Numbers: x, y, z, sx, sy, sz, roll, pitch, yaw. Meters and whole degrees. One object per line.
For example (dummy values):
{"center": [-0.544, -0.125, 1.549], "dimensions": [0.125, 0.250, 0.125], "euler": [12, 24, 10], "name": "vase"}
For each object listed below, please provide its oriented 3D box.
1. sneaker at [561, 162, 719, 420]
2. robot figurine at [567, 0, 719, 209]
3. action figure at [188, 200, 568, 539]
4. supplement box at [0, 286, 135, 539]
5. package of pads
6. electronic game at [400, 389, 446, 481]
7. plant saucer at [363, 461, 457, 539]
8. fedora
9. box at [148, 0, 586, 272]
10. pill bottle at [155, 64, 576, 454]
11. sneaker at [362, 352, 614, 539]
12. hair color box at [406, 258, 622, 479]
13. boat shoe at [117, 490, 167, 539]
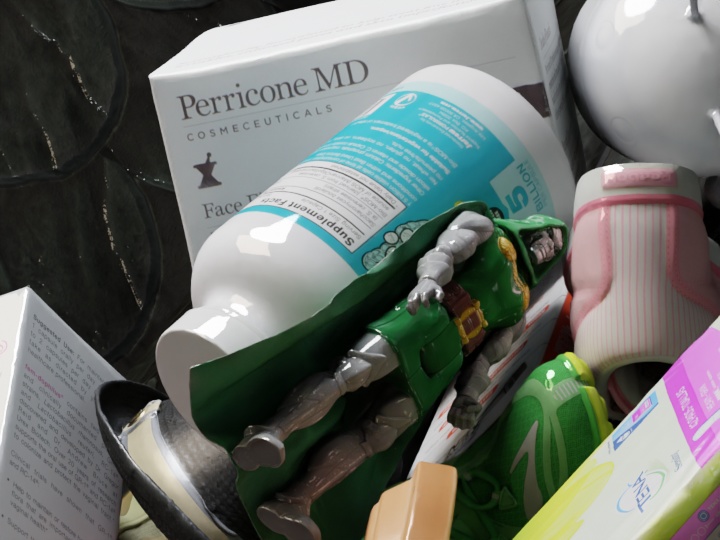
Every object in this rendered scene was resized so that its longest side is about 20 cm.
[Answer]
{"center": [0.129, 0.029, 1.146], "dimensions": [0.200, 0.075, 0.105], "euler": [60, -154, -73], "name": "sneaker"}
{"center": [0.165, -0.107, 1.305], "dimensions": [0.113, 0.170, 0.200], "euler": [-27, 5, 3], "name": "robot figurine"}
{"center": [0.022, 0.033, 1.068], "dimensions": [0.055, 0.118, 0.200], "euler": [8, 40, 42], "name": "action figure"}
{"center": [-0.184, 0.124, 1.225], "dimensions": [0.101, 0.103, 0.200], "euler": [-17, 49, 26], "name": "supplement box"}
{"center": [0.105, 0.109, 0.914], "dimensions": [0.200, 0.068, 0.155], "euler": [-49, 6, 9], "name": "package of pads"}
{"center": [0.026, 0.076, 1.390], "dimensions": [0.200, 0.041, 0.201], "euler": [17, -90, -83], "name": "electronic game"}
{"center": [0.001, 0.172, 0.992], "dimensions": [0.200, 0.032, 0.201], "euler": [13, -90, -90], "name": "plant saucer"}
{"center": [-0.037, 0.094, 1.235], "dimensions": [0.092, 0.201, 0.201], "euler": [-45, 8, 8], "name": "fedora"}
{"center": [0.011, -0.075, 1.347], "dimensions": [0.198, 0.131, 0.200], "euler": [-12, 11, 9], "name": "box"}
{"center": [0.000, 0.000, 1.153], "dimensions": [0.200, 0.111, 0.111], "euler": [-41, 2, -32], "name": "pill bottle"}
{"center": [0.043, 0.117, 1.102], "dimensions": [0.200, 0.083, 0.074], "euler": [-56, 44, 33], "name": "sneaker"}
{"center": [0.090, 0.060, 1.268], "dimensions": [0.111, 0.064, 0.200], "euler": [-47, 6, 30], "name": "hair color box"}
{"center": [-0.126, 0.170, 1.338], "dimensions": [0.073, 0.063, 0.201], "euler": [-53, -1, 11], "name": "boat shoe"}
